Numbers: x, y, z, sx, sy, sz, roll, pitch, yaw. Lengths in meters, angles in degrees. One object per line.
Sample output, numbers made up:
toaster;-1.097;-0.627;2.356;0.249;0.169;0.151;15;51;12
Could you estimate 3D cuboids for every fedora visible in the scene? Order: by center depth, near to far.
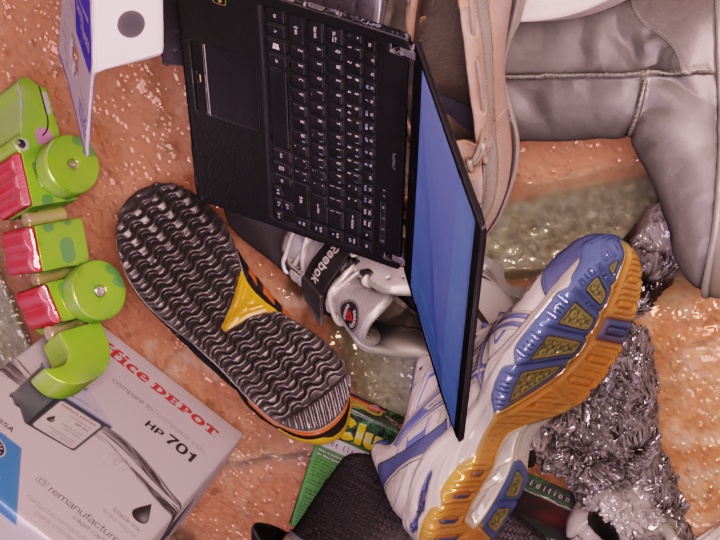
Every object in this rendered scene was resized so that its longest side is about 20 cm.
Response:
fedora;0.038;0.167;0.983;0.200;0.201;0.092;23;88;11

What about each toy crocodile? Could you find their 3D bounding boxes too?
toy crocodile;-0.197;-0.020;1.030;0.067;0.062;0.200;-15;87;48

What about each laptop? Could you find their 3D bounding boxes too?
laptop;-0.019;-0.032;0.823;0.200;0.103;0.177;19;144;14

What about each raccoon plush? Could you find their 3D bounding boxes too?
raccoon plush;0.167;0.079;0.938;0.134;0.097;0.200;32;121;-3

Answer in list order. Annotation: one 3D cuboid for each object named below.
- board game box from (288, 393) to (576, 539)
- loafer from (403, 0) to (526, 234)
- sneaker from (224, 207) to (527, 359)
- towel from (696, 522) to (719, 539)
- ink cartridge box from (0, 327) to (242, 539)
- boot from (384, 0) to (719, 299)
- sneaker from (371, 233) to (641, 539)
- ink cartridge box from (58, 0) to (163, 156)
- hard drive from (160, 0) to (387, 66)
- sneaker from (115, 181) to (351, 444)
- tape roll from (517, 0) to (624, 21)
board game box;0.058;0.160;1.053;0.200;0.023;0.105;24;120;11
loafer;0.042;-0.090;0.839;0.072;0.063;0.200;22;130;23
sneaker;0.000;0.000;0.970;0.200;0.089;0.074;25;121;12
towel;0.266;0.199;0.987;0.153;0.023;0.200;42;120;0
ink cartridge box;-0.185;0.129;1.035;0.146;0.200;0.086;37;120;3
boot;0.107;-0.077;0.887;0.200;0.073;0.182;1;86;15
sneaker;0.068;0.053;0.883;0.200;0.075;0.088;-57;45;15
ink cartridge box;-0.136;-0.185;0.881;0.043;0.198;0.200;-1;114;-14
hard drive;-0.040;-0.204;0.851;0.135;0.042;0.200;6;99;22
sneaker;-0.080;0.034;1.027;0.200;0.070;0.090;46;167;19
tape roll;0.088;-0.226;0.834;0.202;0.037;0.203;4;100;24
